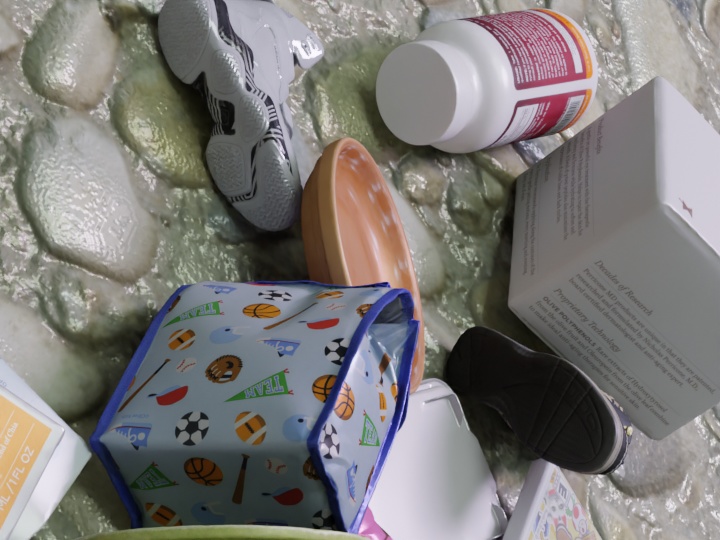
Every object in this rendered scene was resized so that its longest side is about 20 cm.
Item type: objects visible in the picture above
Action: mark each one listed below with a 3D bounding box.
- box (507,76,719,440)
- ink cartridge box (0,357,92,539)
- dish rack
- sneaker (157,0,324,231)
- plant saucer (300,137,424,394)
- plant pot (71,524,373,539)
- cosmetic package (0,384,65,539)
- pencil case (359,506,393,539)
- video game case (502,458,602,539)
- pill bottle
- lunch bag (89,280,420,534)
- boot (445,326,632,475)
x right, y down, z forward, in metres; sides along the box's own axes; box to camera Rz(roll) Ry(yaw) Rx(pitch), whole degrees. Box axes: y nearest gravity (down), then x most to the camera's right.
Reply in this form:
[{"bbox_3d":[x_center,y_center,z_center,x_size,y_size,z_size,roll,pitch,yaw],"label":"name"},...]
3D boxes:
[{"bbox_3d":[0.253,-0.011,1.910,0.200,0.171,0.199,41,30,-22],"label":"box"},{"bbox_3d":[-0.271,0.125,1.378,0.160,0.047,0.200,48,39,-15],"label":"ink cartridge box"},{"bbox_3d":[0.036,0.164,1.696,0.200,0.043,0.172,-11,76,-51],"label":"dish rack"},{"bbox_3d":[-0.071,-0.130,1.729,0.115,0.075,0.200,-15,76,-48],"label":"sneaker"},{"bbox_3d":[0.000,0.000,1.701,0.200,0.037,0.201,-14,90,-75],"label":"plant saucer"},{"bbox_3d":[-0.087,0.264,1.404,0.200,0.200,0.185,12,71,-43],"label":"plant pot"},{"bbox_3d":[-0.286,0.086,1.319,0.200,0.071,0.102,36,59,-21],"label":"cosmetic package"},{"bbox_3d":[0.015,0.261,1.580,0.094,0.091,0.200,-39,101,-20],"label":"pencil case"},{"bbox_3d":[0.155,0.277,1.740,0.182,0.023,0.200,58,36,-27],"label":"video game case"},{"bbox_3d":[0.106,-0.161,1.912,0.200,0.113,0.113,-14,78,-51],"label":"pill bottle"},{"bbox_3d":[-0.062,0.084,1.519,0.200,0.170,0.124,-70,153,-45],"label":"lunch bag"},{"bbox_3d":[0.176,0.120,1.785,0.154,0.203,0.074,29,93,-39],"label":"boot"}]
